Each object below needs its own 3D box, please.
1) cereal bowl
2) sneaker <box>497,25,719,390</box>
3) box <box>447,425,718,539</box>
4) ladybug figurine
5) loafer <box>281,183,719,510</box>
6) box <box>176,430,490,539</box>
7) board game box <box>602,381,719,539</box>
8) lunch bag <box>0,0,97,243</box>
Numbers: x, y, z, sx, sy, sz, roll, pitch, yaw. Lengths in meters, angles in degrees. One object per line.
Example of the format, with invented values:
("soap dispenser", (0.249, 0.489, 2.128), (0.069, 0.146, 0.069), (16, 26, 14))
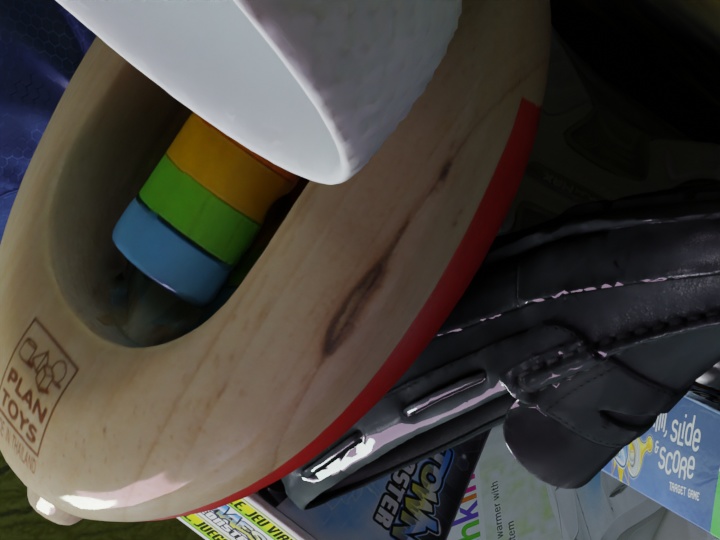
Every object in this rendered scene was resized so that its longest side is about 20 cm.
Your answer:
("cereal bowl", (-0.050, -0.115, 0.571), (0.200, 0.083, 0.200), (41, 173, 6))
("sneaker", (0.058, -0.025, 0.793), (0.200, 0.078, 0.099), (39, -179, 17))
("box", (0.133, 0.132, 1.067), (0.200, 0.176, 0.097), (40, -145, -43))
("ladybug figurine", (-0.020, -0.019, 0.681), (0.072, 0.200, 0.136), (26, -167, -46))
("loafer", (0.057, 0.021, 0.700), (0.200, 0.071, 0.068), (-13, 173, 34))
("box", (0.000, 0.000, 0.817), (0.110, 0.201, 0.035), (38, 142, -18))
("board game box", (0.131, 0.050, 0.805), (0.135, 0.035, 0.200), (8, -173, -20))
("lunch bag", (-0.134, -0.059, 0.809), (0.136, 0.132, 0.200), (62, -177, 12))
